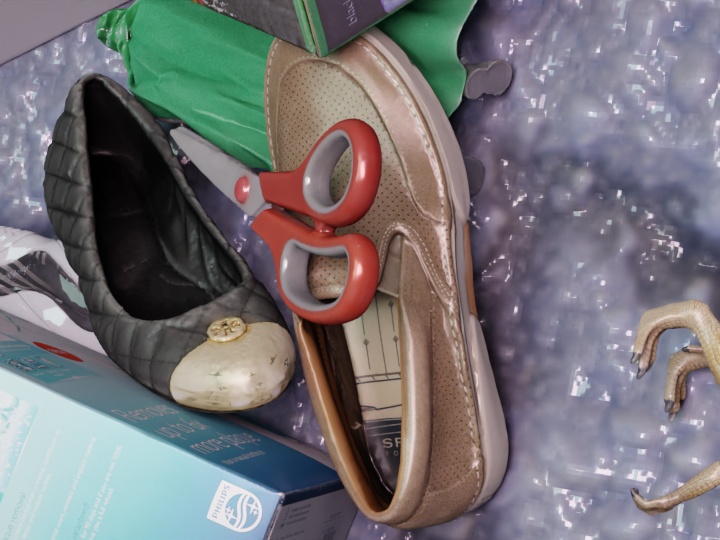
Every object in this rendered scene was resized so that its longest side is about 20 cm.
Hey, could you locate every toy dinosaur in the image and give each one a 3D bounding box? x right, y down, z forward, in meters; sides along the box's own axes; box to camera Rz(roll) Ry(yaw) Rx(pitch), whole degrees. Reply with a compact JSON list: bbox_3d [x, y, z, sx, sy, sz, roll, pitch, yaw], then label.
[{"bbox_3d":[0.150,0.038,0.866,0.101,0.058,0.200,4,90,23],"label":"toy dinosaur"}]

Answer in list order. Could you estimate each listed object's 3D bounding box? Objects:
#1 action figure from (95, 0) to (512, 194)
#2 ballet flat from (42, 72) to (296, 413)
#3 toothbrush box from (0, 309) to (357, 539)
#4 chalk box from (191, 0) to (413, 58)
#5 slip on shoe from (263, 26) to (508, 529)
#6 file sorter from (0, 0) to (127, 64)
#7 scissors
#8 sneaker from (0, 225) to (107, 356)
[{"bbox_3d":[-0.034,-0.082,1.025,0.200,0.055,0.118,19,93,35],"label":"action figure"},{"bbox_3d":[-0.082,-0.009,0.980,0.200,0.066,0.057,-130,30,-47],"label":"ballet flat"},{"bbox_3d":[-0.114,0.078,0.946,0.200,0.146,0.085,22,93,13],"label":"toothbrush box"},{"bbox_3d":[-0.017,-0.172,0.943,0.124,0.125,0.200,-35,38,-25],"label":"chalk box"},{"bbox_3d":[0.000,0.000,0.939,0.076,0.061,0.200,-12,90,36],"label":"slip on shoe"},{"bbox_3d":[-0.190,-0.176,1.116,0.200,0.139,0.125,-22,64,32],"label":"file sorter"},{"bbox_3d":[-0.040,-0.021,0.939,0.200,0.014,0.073,7,92,63],"label":"scissors"},{"bbox_3d":[-0.170,0.038,1.088,0.200,0.075,0.115,11,83,35],"label":"sneaker"}]
